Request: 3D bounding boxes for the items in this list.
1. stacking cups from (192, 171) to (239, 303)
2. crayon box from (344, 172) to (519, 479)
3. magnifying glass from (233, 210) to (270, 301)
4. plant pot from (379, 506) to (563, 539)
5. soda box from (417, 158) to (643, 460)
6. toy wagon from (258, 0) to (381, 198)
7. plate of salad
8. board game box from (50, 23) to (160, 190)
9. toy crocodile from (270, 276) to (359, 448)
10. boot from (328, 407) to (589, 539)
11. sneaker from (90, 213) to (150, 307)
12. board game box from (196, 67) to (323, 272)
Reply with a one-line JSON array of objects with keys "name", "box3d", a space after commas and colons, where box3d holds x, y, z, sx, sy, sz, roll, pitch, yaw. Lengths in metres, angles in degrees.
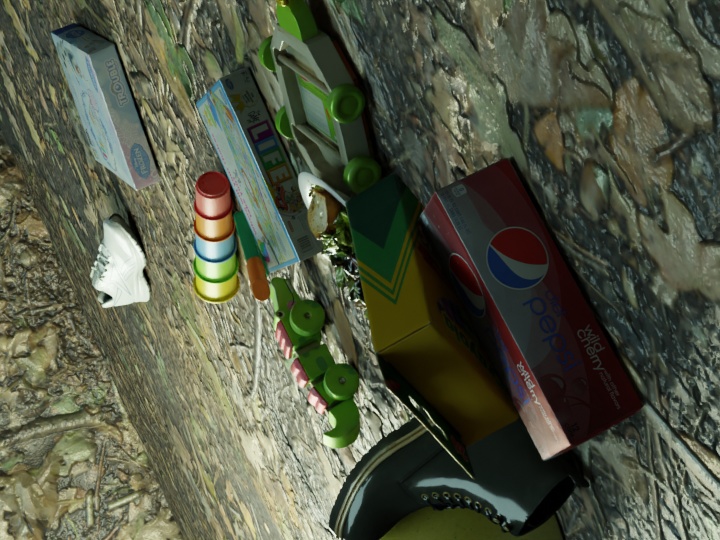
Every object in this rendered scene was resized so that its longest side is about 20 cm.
[{"name": "stacking cups", "box3d": [-0.171, -0.043, 1.942, 0.061, 0.060, 0.201, 55, 155, 30]}, {"name": "crayon box", "box3d": [0.054, 0.038, 1.180, 0.127, 0.051, 0.201, 47, -159, -38]}, {"name": "magnifying glass", "box3d": [-0.115, -0.011, 1.768, 0.200, 0.022, 0.080, -107, -1, -70]}, {"name": "plant pot", "box3d": [0.071, 0.232, 1.423, 0.201, 0.141, 0.201, 56, 161, 31]}, {"name": "soda box", "box3d": [0.117, 0.028, 1.141, 0.201, 0.063, 0.070, 62, 163, 9]}, {"name": "toy wagon", "box3d": [-0.038, -0.158, 1.398, 0.155, 0.039, 0.201, 41, 150, 53]}, {"name": "plate of salad", "box3d": [0.000, 0.000, 1.426, 0.200, 0.048, 0.200, 49, 168, 14]}, {"name": "board game box", "box3d": [-0.354, -0.229, 2.240, 0.199, 0.043, 0.201, 35, 145, 60]}, {"name": "toy crocodile", "box3d": [-0.052, 0.098, 1.745, 0.201, 0.061, 0.068, 61, 162, 16]}, {"name": "boot", "box3d": [0.074, 0.184, 1.293, 0.077, 0.200, 0.139, 15, -150, -54]}, {"name": "sneaker", "box3d": [-0.387, -0.007, 2.567, 0.075, 0.087, 0.201, 54, 159, 38]}, {"name": "board game box", "box3d": [-0.105, -0.101, 1.683, 0.201, 0.034, 0.134, 66, 163, -3]}]
